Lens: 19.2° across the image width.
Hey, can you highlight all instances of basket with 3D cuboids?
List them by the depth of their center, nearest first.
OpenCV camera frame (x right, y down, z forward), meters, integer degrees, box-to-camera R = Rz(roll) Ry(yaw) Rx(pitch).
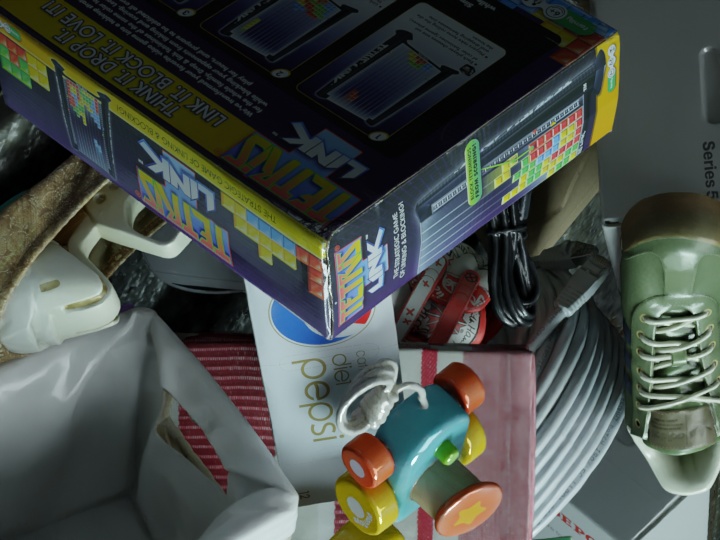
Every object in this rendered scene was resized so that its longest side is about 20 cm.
[{"bbox_3d":[-0.146,0.130,0.947,0.199,0.136,0.124,-23,147,-30],"label":"basket"}]

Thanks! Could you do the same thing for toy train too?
[{"bbox_3d":[-0.010,0.129,0.915,0.201,0.056,0.150,-55,158,18],"label":"toy train"}]

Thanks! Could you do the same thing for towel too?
[{"bbox_3d":[-0.013,0.104,1.058,0.023,0.198,0.145,-62,154,-79],"label":"towel"}]

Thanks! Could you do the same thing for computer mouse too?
[{"bbox_3d":[-0.005,-0.021,1.003,0.198,0.044,0.111,-5,102,-20],"label":"computer mouse"}]

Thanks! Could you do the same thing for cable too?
[{"bbox_3d":[0.057,0.084,1.168,0.069,0.200,0.201,41,66,-20],"label":"cable"}]

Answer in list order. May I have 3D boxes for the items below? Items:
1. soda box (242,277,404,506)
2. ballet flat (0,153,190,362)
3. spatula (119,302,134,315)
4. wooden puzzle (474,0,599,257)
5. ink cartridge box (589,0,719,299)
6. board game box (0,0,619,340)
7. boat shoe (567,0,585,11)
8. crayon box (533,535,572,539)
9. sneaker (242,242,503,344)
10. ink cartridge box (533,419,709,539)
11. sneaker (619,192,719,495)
[{"bbox_3d":[-0.017,0.014,0.942,0.063,0.068,0.201,-9,135,-1],"label":"soda box"},{"bbox_3d":[-0.115,-0.016,0.927,0.200,0.065,0.071,-48,152,-11],"label":"ballet flat"},{"bbox_3d":[-0.130,0.087,1.057,0.056,0.021,0.201,-32,145,-24],"label":"spatula"},{"bbox_3d":[0.113,-0.101,1.196,0.186,0.046,0.200,-50,154,-8],"label":"wooden puzzle"},{"bbox_3d":[0.176,-0.048,1.139,0.200,0.083,0.147,63,23,-61],"label":"ink cartridge box"},{"bbox_3d":[-0.023,-0.081,0.854,0.165,0.200,0.057,-36,144,-28],"label":"board game box"},{"bbox_3d":[0.042,-0.111,1.017,0.200,0.060,0.072,-5,111,-39],"label":"boat shoe"},{"bbox_3d":[0.028,0.226,1.213,0.052,0.198,0.127,-76,159,-75],"label":"crayon box"},{"bbox_3d":[0.001,-0.001,1.067,0.201,0.108,0.068,6,116,-57],"label":"sneaker"},{"bbox_3d":[0.153,0.170,1.428,0.086,0.146,0.201,-39,147,-20],"label":"ink cartridge box"},{"bbox_3d":[0.164,0.046,1.058,0.201,0.066,0.091,73,19,-62],"label":"sneaker"}]
